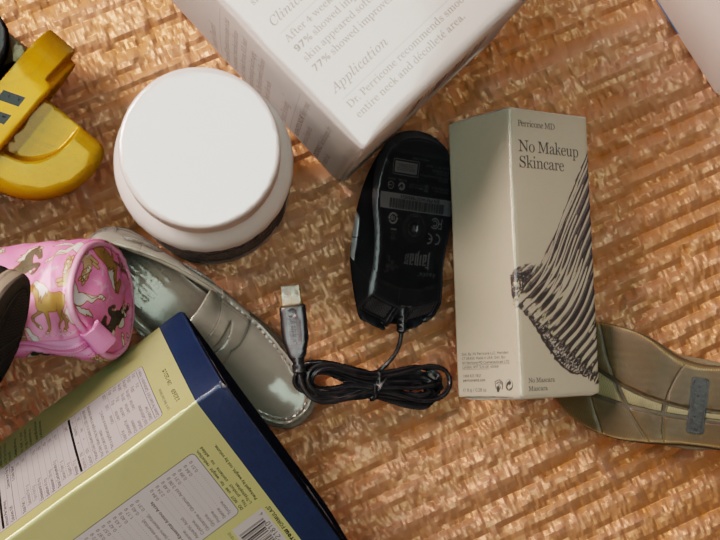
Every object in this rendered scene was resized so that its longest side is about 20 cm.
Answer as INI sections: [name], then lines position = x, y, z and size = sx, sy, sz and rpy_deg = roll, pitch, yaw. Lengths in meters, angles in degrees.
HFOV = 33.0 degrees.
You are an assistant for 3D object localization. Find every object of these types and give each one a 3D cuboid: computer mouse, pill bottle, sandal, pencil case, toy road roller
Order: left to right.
[toy road roller]
position = -0.266, -0.081, 0.829
size = 0.146, 0.123, 0.200
rpy_deg = 39, 84, -13
[pencil case]
position = -0.249, 0.027, 0.810
size = 0.199, 0.083, 0.087
rpy_deg = -7, 86, 17
[pill bottle]
position = -0.101, -0.065, 0.798
size = 0.113, 0.200, 0.114
rpy_deg = 0, 87, -5
[computer mouse]
position = 0.000, 0.000, 0.866
size = 0.140, 0.046, 0.201
rpy_deg = 0, 93, -31
[sandal]
position = 0.230, 0.090, 0.886
size = 0.199, 0.054, 0.081
rpy_deg = 11, 91, 14

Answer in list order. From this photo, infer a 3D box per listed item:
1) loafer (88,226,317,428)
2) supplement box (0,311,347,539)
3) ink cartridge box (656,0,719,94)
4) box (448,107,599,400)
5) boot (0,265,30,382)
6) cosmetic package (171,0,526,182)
[loafer]
position = -0.114, 0.043, 0.857
size = 0.200, 0.070, 0.070
rpy_deg = 36, 85, -2
[supplement box]
position = -0.130, 0.177, 0.784
size = 0.199, 0.134, 0.200
rpy_deg = -35, 114, -5
[ink cartridge box]
position = 0.325, -0.243, 0.879
size = 0.200, 0.125, 0.129
rpy_deg = -34, 90, -5
[box]
position = 0.116, -0.009, 0.864
size = 0.082, 0.068, 0.201
rpy_deg = 0, 86, -35
[boot]
position = -0.300, 0.048, 0.748
size = 0.150, 0.073, 0.200
rpy_deg = 34, 118, 1
[cosmetic package]
position = -0.016, -0.196, 0.829
size = 0.167, 0.166, 0.200
rpy_deg = -43, 92, -6
